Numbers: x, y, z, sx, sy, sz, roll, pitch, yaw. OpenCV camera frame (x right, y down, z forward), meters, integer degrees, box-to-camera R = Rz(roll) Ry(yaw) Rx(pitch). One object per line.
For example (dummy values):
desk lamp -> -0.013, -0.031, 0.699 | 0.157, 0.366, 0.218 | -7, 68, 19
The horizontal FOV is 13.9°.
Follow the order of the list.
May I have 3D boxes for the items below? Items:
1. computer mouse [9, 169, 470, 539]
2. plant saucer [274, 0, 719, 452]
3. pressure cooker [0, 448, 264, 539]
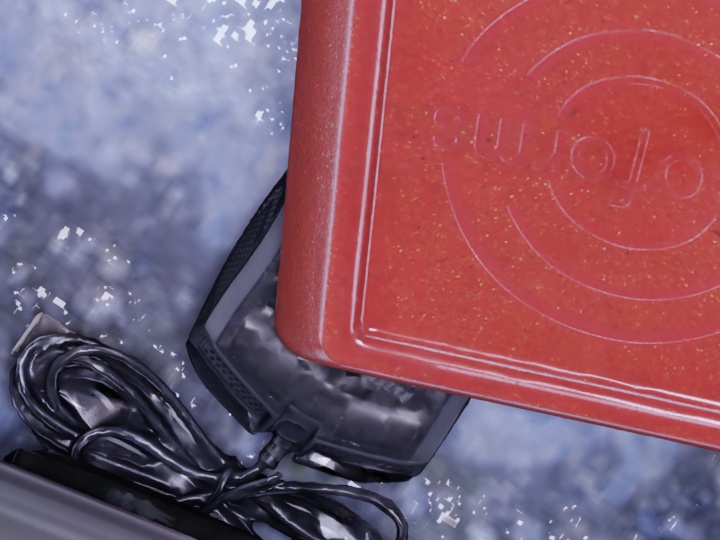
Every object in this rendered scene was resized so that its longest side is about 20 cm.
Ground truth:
computer mouse -> 0.000, 0.000, 0.888 | 0.138, 0.053, 0.200 | 37, 105, -7
plant saucer -> 0.074, -0.033, 0.786 | 0.199, 0.037, 0.201 | 12, 124, 10
pressure cooker -> -0.078, 0.155, 0.829 | 0.199, 0.176, 0.179 | 21, 103, 2
